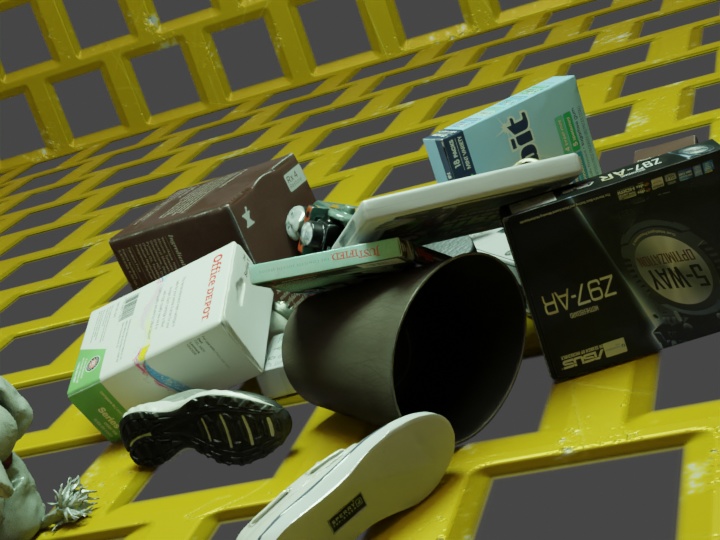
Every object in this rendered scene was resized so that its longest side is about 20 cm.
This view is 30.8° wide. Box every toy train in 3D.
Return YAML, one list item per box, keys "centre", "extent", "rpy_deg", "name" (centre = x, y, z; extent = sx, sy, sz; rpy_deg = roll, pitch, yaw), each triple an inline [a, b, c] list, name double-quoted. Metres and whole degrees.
- centre: [0.009, -0.038, 1.548]
  extent: [0.199, 0.086, 0.114]
  rpy_deg: [5, 13, -30]
  name: "toy train"

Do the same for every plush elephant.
- centre: [-0.364, 0.188, 1.214]
  extent: [0.199, 0.155, 0.165]
  rpy_deg: [-20, 17, 0]
  name: "plush elephant"

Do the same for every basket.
- centre: [0.027, 0.072, 1.192]
  extent: [0.200, 0.136, 0.181]
  rpy_deg: [-6, 46, 53]
  name: "basket"

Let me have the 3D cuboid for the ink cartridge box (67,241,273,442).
- centre: [-0.199, 0.075, 1.397]
  extent: [0.199, 0.084, 0.145]
  rpy_deg: [-25, 32, 18]
  name: "ink cartridge box"

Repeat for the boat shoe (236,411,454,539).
- centre: [-0.012, 0.173, 1.029]
  extent: [0.200, 0.072, 0.066]
  rpy_deg: [-38, 28, -27]
  name: "boat shoe"

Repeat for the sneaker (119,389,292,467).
- centre: [-0.144, 0.142, 1.267]
  extent: [0.200, 0.074, 0.079]
  rpy_deg: [-7, 16, 37]
  name: "sneaker"

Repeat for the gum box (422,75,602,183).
- centre: [0.186, -0.111, 1.521]
  extent: [0.200, 0.170, 0.045]
  rpy_deg: [-28, 19, -25]
  name: "gum box"

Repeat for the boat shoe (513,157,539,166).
- centre: [0.191, -0.086, 1.390]
  extent: [0.074, 0.075, 0.202]
  rpy_deg: [-16, 16, 7]
  name: "boat shoe"

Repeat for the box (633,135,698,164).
- centre: [0.317, -0.057, 1.322]
  extent: [0.075, 0.100, 0.200]
  rpy_deg: [-13, 17, 21]
  name: "box"

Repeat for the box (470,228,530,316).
- centre: [0.188, -0.011, 1.392]
  extent: [0.116, 0.060, 0.200]
  rpy_deg: [-24, 17, -16]
  name: "box"

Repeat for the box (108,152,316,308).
- centre: [-0.162, -0.019, 1.603]
  extent: [0.199, 0.165, 0.166]
  rpy_deg: [-13, 18, 34]
  name: "box"

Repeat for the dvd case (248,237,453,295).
- centre: [0.000, 0.000, 1.235]
  extent: [0.145, 0.022, 0.200]
  rpy_deg: [-10, -7, 19]
  name: "dvd case"

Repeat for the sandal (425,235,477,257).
- centre: [0.041, 0.008, 1.384]
  extent: [0.200, 0.043, 0.076]
  rpy_deg: [-21, 32, 31]
  name: "sandal"

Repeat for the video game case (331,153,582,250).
- centre: [0.082, -0.053, 1.197]
  extent: [0.199, 0.023, 0.182]
  rpy_deg: [-14, -9, -12]
  name: "video game case"

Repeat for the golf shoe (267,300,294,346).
- centre: [-0.150, 0.085, 1.487]
  extent: [0.199, 0.077, 0.088]
  rpy_deg: [-11, 39, 33]
  name: "golf shoe"

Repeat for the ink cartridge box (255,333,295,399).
- centre: [-0.006, 0.078, 1.371]
  extent: [0.199, 0.039, 0.099]
  rpy_deg: [-17, 17, 15]
  name: "ink cartridge box"

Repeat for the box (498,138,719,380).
- centre: [0.239, -0.008, 1.151]
  extent: [0.199, 0.161, 0.044]
  rpy_deg: [-17, 15, 6]
  name: "box"
